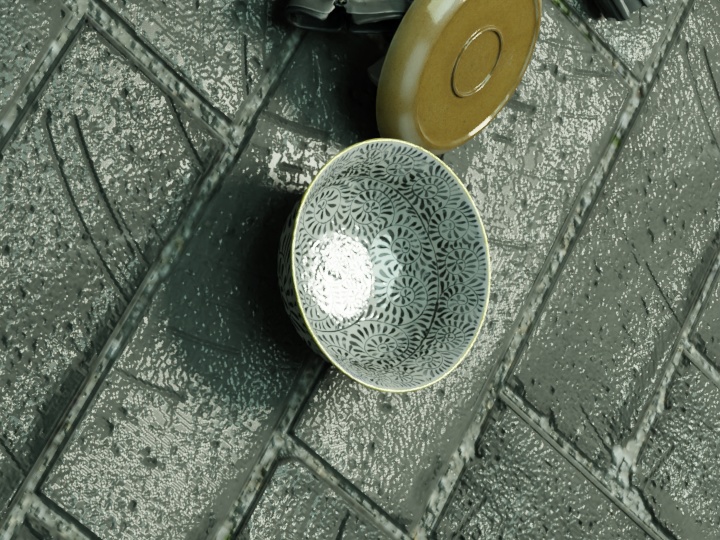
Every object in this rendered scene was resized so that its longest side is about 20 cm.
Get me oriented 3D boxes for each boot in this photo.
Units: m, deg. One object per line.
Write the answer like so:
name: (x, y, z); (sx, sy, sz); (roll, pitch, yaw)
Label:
boot: (0.034, -0.255, 1.726); (0.198, 0.070, 0.133); (-7, 70, 5)

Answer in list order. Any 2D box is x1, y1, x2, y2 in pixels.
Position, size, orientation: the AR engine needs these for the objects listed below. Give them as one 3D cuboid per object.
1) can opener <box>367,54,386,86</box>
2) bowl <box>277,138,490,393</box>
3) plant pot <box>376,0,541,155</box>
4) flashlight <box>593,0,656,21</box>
can opener: (0.080, -0.199, 1.831); (0.200, 0.052, 0.067); (-43, 145, -31)
bowl: (0.000, 0.000, 1.711); (0.199, 0.094, 0.203); (5, 81, -37)
plant pot: (0.089, -0.177, 1.767); (0.200, 0.027, 0.201); (-38, 146, -31)
flashlight: (0.200, -0.322, 1.917); (0.201, 0.067, 0.068); (55, 52, -21)
